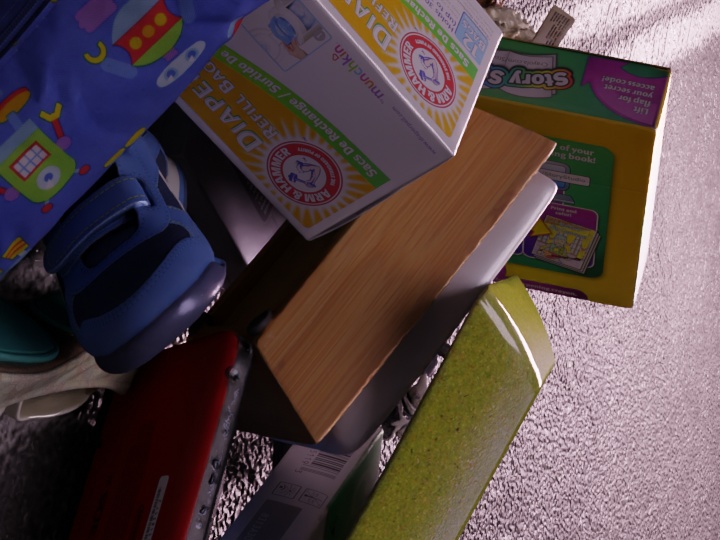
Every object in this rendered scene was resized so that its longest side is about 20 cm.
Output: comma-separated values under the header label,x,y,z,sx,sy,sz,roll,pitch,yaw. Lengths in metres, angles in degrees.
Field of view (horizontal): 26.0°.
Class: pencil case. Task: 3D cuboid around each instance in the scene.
label,x,y,z,sx,sy,sz,roll,pitch,yaw
pencil case,-0.124,-0.078,0.632,0.200,0.078,0.087,-46,138,6

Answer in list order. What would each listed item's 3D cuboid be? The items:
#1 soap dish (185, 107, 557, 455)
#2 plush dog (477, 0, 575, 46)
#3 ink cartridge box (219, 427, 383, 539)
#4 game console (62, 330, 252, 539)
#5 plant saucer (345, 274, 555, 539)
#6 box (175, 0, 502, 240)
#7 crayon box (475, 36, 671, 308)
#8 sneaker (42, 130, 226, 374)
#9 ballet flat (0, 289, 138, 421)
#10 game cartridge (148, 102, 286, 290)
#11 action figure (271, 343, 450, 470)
label,x,y,z,sx,sy,sz,roll,pitch,yaw
soap dish,0.000,0.000,0.835,0.081,0.157,0.200,44,74,-15
plush dog,0.102,-0.136,1.151,0.172,0.158,0.202,-93,175,-69
ink cartridge box,-0.040,0.206,0.887,0.161,0.050,0.202,-50,147,-58
game console,-0.090,0.153,0.784,0.118,0.172,0.202,29,61,-31
plant saucer,0.048,0.104,0.836,0.201,0.048,0.200,-62,171,6
box,-0.039,-0.132,0.740,0.200,0.101,0.113,46,40,-20
crayon box,0.088,-0.068,0.989,0.173,0.198,0.059,85,22,-51
sneaker,-0.116,-0.024,0.696,0.082,0.074,0.200,53,1,-30
ballet flat,-0.156,0.044,0.704,0.199,0.067,0.063,-2,121,-61
game cartridge,-0.062,-0.105,0.913,0.134,0.040,0.201,68,34,-44
action figure,0.004,0.071,0.981,0.198,0.102,0.120,6,118,-26
